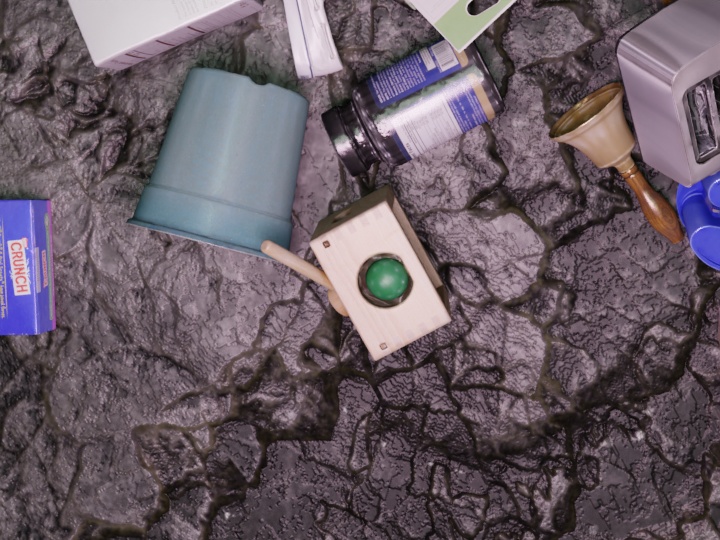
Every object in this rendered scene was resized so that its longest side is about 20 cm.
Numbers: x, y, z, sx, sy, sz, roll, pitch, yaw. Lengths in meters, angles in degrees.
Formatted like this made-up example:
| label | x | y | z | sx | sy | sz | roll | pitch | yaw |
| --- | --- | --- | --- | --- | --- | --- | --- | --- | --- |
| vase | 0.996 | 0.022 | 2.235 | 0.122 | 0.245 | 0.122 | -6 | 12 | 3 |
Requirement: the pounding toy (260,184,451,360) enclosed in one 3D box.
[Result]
| label | x | y | z | sx | sy | sz | roll | pitch | yaw |
| --- | --- | --- | --- | --- | --- | --- | --- | --- | --- |
| pounding toy | 0.000 | 0.000 | 1.448 | 0.142 | 0.200 | 0.184 | -28 | 98 | 8 |

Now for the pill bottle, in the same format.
| label | x | y | z | sx | sy | sz | roll | pitch | yaw |
| --- | --- | --- | --- | --- | --- | --- | --- | --- | --- |
| pill bottle | 0.060 | -0.192 | 1.476 | 0.200 | 0.112 | 0.112 | -26 | 93 | 8 |

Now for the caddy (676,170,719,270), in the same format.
| label | x | y | z | sx | sy | sz | roll | pitch | yaw |
| --- | --- | --- | --- | --- | --- | --- | --- | --- | --- |
| caddy | 0.469 | -0.069 | 1.456 | 0.200 | 0.105 | 0.142 | 15 | 120 | 3 |

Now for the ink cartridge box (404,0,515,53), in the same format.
| label | x | y | z | sx | sy | sz | roll | pitch | yaw |
| --- | --- | --- | --- | --- | --- | --- | --- | --- | --- |
| ink cartridge box | 0.108 | -0.360 | 1.454 | 0.146 | 0.048 | 0.200 | -43 | 71 | 8 |

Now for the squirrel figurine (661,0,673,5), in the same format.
| label | x | y | z | sx | sy | sz | roll | pitch | yaw |
| --- | --- | --- | --- | --- | --- | --- | --- | --- | --- |
| squirrel figurine | 0.346 | -0.386 | 1.419 | 0.187 | 0.142 | 0.200 | -32 | 90 | 14 |

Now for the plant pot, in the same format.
| label | x | y | z | sx | sy | sz | roll | pitch | yaw |
| --- | --- | --- | --- | --- | --- | --- | --- | --- | --- |
| plant pot | -0.154 | -0.124 | 1.474 | 0.200 | 0.200 | 0.196 | 14 | 88 | 4 |

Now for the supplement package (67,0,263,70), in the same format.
| label | x | y | z | sx | sy | sz | roll | pitch | yaw |
| --- | --- | --- | --- | --- | --- | --- | --- | --- | --- |
| supplement package | -0.235 | -0.330 | 1.487 | 0.200 | 0.117 | 0.117 | -21 | 94 | 7 |

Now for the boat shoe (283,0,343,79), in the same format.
| label | x | y | z | sx | sy | sz | roll | pitch | yaw |
| --- | --- | --- | --- | --- | --- | --- | --- | --- | --- |
| boat shoe | -0.060 | -0.333 | 1.500 | 0.065 | 0.074 | 0.200 | -8 | 105 | 2 |

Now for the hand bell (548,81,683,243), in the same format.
| label | x | y | z | sx | sy | sz | roll | pitch | yaw |
| --- | --- | --- | --- | --- | --- | --- | --- | --- | --- |
| hand bell | 0.322 | -0.112 | 1.483 | 0.104 | 0.104 | 0.200 | -37 | 103 | 8 |

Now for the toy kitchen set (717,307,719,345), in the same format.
| label | x | y | z | sx | sy | sz | roll | pitch | yaw |
| --- | --- | --- | --- | --- | --- | --- | --- | --- | --- |
| toy kitchen set | 0.522 | 0.115 | 1.447 | 0.180 | 0.200 | 0.163 | -12 | 53 | 6 |

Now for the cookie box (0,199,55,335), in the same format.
| label | x | y | z | sx | sy | sz | roll | pitch | yaw |
| --- | --- | --- | --- | --- | --- | --- | --- | --- | --- |
| cookie box | -0.490 | -0.004 | 1.567 | 0.200 | 0.075 | 0.171 | 0 | 96 | 6 |

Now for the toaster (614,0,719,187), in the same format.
| label | x | y | z | sx | sy | sz | roll | pitch | yaw |
| --- | --- | --- | --- | --- | --- | --- | --- | --- | --- |
| toaster | 0.388 | -0.215 | 1.363 | 0.181 | 0.119 | 0.200 | -30 | 128 | -7 |
